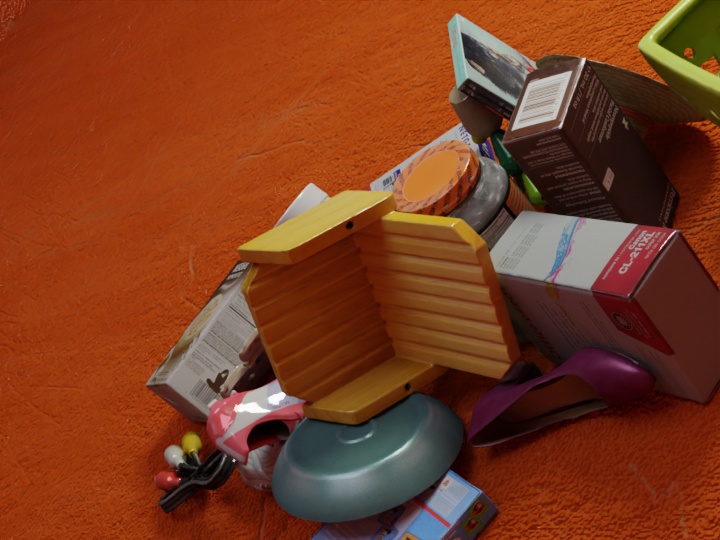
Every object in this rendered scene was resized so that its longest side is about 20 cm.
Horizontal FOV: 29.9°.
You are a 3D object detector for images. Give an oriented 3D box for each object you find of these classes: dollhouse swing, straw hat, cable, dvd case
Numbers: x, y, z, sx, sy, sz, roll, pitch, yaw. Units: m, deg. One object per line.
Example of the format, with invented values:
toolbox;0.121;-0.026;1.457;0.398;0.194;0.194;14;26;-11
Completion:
dollhouse swing;0.018;0.049;1.279;0.181;0.201;0.176;-29;27;-20
straw hat;0.258;-0.151;1.410;0.201;0.201;0.085;20;89;57
cable;-0.195;0.228;1.519;0.097;0.050;0.200;-56;11;-14
dvd case;0.185;-0.196;1.498;0.022;0.200;0.146;-48;25;30

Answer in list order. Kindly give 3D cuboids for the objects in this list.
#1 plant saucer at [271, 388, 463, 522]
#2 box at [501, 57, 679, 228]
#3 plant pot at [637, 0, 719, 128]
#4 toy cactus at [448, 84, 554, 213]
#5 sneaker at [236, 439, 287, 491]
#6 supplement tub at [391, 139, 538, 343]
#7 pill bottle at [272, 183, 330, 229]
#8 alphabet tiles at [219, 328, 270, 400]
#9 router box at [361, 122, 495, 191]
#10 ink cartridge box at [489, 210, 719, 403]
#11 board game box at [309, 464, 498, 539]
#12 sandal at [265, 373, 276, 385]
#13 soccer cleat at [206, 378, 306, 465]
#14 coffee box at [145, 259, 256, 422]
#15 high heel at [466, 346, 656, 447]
plant saucer;0.001;0.169;1.327;0.199;0.036;0.200;-16;26;8
box;0.228;-0.098;1.321;0.075;0.200;0.100;-10;44;39
plant pot;0.410;-0.183;1.230;0.200;0.182;0.199;-42;30;3
toy cactus;0.162;-0.151;1.499;0.102;0.165;0.200;-31;42;20
sneaker;-0.084;0.207;1.454;0.200;0.075;0.081;29;104;50
supplement tub;0.125;-0.029;1.357;0.122;0.200;0.123;-30;32;21
pill bottle;0.000;0.000;1.446;0.112;0.200;0.111;-51;1;1
alphabet tiles;-0.094;0.073;1.560;0.200;0.015;0.196;-52;-10;-15
router box;0.084;-0.070;1.603;0.179;0.049;0.200;-34;32;17
ink cartridge box;0.225;0.028;1.222;0.083;0.146;0.200;-52;32;-17
board game box;0.018;0.265;1.281;0.200;0.037;0.151;-47;31;-9
sandal;-0.065;0.089;1.540;0.203;0.050;0.083;-55;25;13
soccer cleat;-0.070;0.137;1.421;0.200;0.067;0.076;-26;52;-30
coffee box;-0.163;0.083;1.649;0.200;0.080;0.114;-55;15;-18
high heel;0.181;0.127;1.232;0.096;0.067;0.200;-53;18;-27
